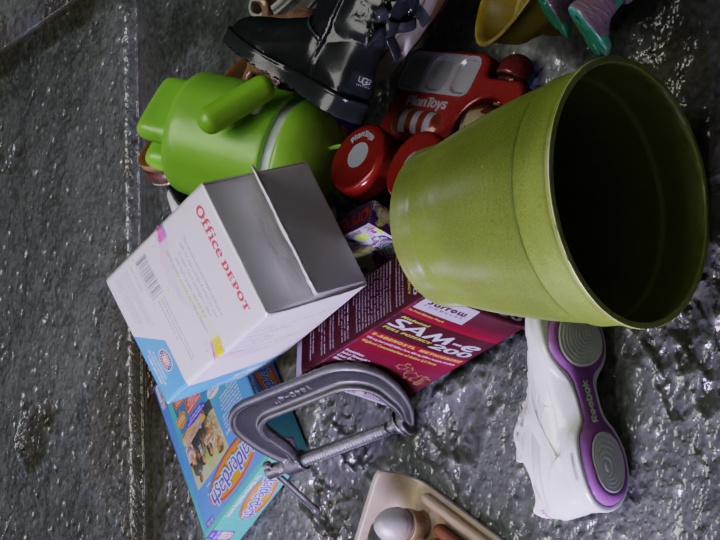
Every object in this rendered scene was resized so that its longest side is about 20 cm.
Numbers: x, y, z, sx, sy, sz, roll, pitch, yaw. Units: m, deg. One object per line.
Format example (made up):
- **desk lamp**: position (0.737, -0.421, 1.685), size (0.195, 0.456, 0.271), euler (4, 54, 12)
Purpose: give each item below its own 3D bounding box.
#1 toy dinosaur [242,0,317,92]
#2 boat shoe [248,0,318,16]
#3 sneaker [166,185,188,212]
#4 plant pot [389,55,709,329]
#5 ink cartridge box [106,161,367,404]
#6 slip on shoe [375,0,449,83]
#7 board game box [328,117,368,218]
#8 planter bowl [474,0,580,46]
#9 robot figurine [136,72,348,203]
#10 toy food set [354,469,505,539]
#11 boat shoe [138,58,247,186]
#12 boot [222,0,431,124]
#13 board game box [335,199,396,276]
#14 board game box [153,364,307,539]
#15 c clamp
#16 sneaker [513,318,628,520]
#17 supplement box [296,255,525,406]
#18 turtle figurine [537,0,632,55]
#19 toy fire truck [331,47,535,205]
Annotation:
- **toy dinosaur**: position (-0.059, -0.212, 1.790), size (0.135, 0.086, 0.201), euler (-6, 57, 57)
- **boat shoe**: position (-0.048, -0.320, 1.862), size (0.200, 0.069, 0.071), euler (-49, 47, 37)
- **sneaker**: position (-0.148, -0.022, 1.834), size (0.200, 0.074, 0.089), euler (62, 143, 41)
- **plant pot**: position (0.131, -0.045, 1.435), size (0.192, 0.200, 0.202), euler (-10, 76, 43)
- **ink cartridge box**: position (-0.101, 0.004, 1.621), size (0.200, 0.125, 0.129), euler (-39, 74, 44)
- **slip on shoe**: position (0.055, -0.262, 1.694), size (0.200, 0.060, 0.076), euler (-55, 0, 28)
- **board game box**: position (-0.072, -0.062, 1.856), size (0.200, 0.045, 0.135), euler (-36, 56, 45)
- **planter bowl**: position (0.176, -0.253, 1.508), size (0.201, 0.083, 0.201), euler (-60, 13, 23)
- **robot figurine**: position (-0.103, -0.114, 1.724), size (0.199, 0.176, 0.116), euler (17, 56, 18)
- **toy food set**: position (0.056, 0.277, 1.621), size (0.200, 0.060, 0.144), euler (32, 109, 52)
- **boat shoe**: position (-0.134, -0.139, 1.859), size (0.070, 0.200, 0.071), euler (18, 140, 43)
- **boot**: position (-0.025, -0.236, 1.671), size (0.198, 0.073, 0.163), euler (35, 103, 42)
- **board game box**: position (0.000, 0.000, 1.691), size (0.200, 0.120, 0.032), euler (-24, 48, 53)
- **board game box**: position (-0.136, 0.152, 1.917), size (0.152, 0.045, 0.201), euler (-52, 45, 34)
- **c clamp**: position (-0.028, 0.145, 1.715), size (0.199, 0.171, 0.027), euler (-28, 40, 34)
- **sneaker**: position (0.151, 0.103, 1.509), size (0.099, 0.075, 0.201), euler (-28, 62, 47)
- **supplement box**: position (0.042, 0.047, 1.636), size (0.200, 0.108, 0.061), euler (-35, 45, 46)
- **turtle figurine**: position (0.228, -0.245, 1.382), size (0.200, 0.101, 0.150), euler (-38, 11, -3)
- **toy fire truck**: position (0.079, -0.117, 1.635), size (0.199, 0.112, 0.169), euler (12, 75, 53)
